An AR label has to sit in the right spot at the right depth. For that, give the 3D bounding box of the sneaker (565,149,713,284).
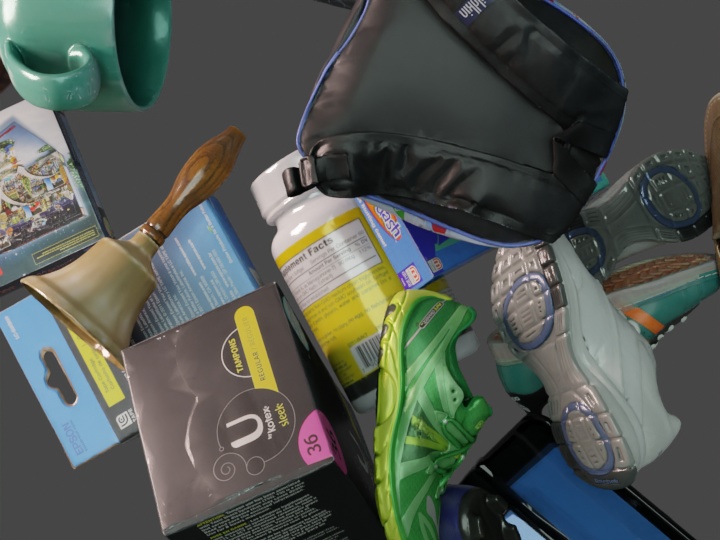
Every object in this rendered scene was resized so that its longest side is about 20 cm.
[{"bbox_3d":[0.201,-0.038,0.941,0.199,0.087,0.075,-25,93,-16],"label":"sneaker"}]

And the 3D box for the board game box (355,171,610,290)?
[{"bbox_3d":[0.082,-0.090,0.918,0.199,0.045,0.153,-27,84,-33],"label":"board game box"}]

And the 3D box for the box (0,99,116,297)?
[{"bbox_3d":[-0.324,-0.046,0.999,0.198,0.038,0.138,-24,85,2],"label":"box"}]

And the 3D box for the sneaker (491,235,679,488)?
[{"bbox_3d":[0.160,0.052,0.848,0.087,0.074,0.202,-18,84,-37],"label":"sneaker"}]

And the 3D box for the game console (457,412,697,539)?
[{"bbox_3d":[0.152,0.234,0.905,0.200,0.116,0.176,40,89,6],"label":"game console"}]

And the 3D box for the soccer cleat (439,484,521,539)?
[{"bbox_3d":[0.094,0.253,0.898,0.083,0.065,0.202,-8,106,42],"label":"soccer cleat"}]

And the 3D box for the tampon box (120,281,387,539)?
[{"bbox_3d":[-0.067,0.137,0.865,0.125,0.200,0.151,-24,56,2],"label":"tampon box"}]

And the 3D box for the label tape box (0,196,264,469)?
[{"bbox_3d":[-0.173,0.049,0.967,0.199,0.063,0.145,-30,83,1],"label":"label tape box"}]

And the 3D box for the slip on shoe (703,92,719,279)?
[{"bbox_3d":[0.297,-0.038,0.901,0.060,0.076,0.202,-15,97,-35],"label":"slip on shoe"}]

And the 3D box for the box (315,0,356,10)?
[{"bbox_3d":[-0.003,-0.283,0.910,0.195,0.200,0.125,14,88,5],"label":"box"}]

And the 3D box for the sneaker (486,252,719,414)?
[{"bbox_3d":[0.203,0.051,0.943,0.198,0.071,0.081,-23,102,-2],"label":"sneaker"}]

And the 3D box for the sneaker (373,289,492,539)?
[{"bbox_3d":[0.051,0.115,0.831,0.083,0.074,0.202,2,89,5],"label":"sneaker"}]

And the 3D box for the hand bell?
[{"bbox_3d":[-0.157,-0.033,0.913,0.104,0.104,0.201,37,75,6],"label":"hand bell"}]

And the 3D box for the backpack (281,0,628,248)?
[{"bbox_3d":[0.072,-0.106,0.781,0.189,0.154,0.201,28,101,3],"label":"backpack"}]

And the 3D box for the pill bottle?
[{"bbox_3d":[0.000,0.000,0.934,0.114,0.114,0.201,-28,84,2],"label":"pill bottle"}]

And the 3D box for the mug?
[{"bbox_3d":[-0.228,-0.203,0.930,0.113,0.185,0.154,4,97,7],"label":"mug"}]
